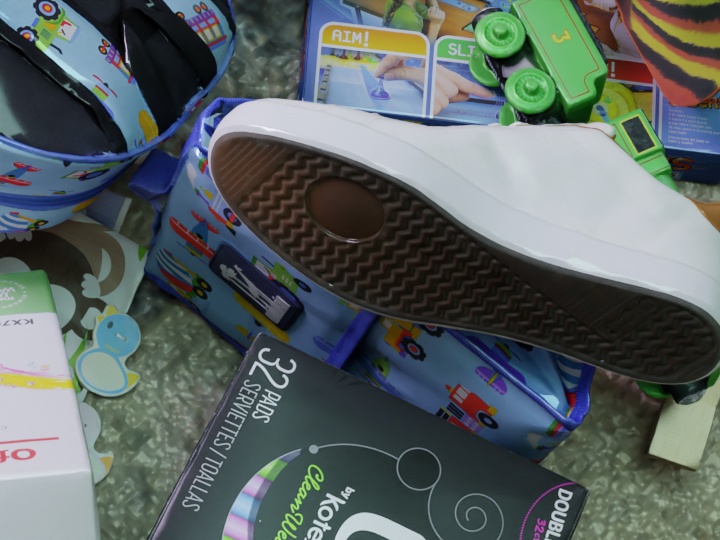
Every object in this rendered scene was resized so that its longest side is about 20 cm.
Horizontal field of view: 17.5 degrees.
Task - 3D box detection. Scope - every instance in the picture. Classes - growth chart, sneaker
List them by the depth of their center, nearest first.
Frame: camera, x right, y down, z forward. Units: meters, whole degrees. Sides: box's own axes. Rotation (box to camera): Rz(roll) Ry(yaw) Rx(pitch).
[{"bbox_3d":[0.044,-0.025,0.865,0.200,0.073,0.085,21,47,-4],"label":"sneaker"},{"bbox_3d":[-0.161,0.010,1.010,0.145,0.018,0.200,14,68,-3],"label":"growth chart"}]

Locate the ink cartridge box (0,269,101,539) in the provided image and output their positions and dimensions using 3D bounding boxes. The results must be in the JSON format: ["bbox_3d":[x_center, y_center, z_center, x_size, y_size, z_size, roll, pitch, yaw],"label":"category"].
[{"bbox_3d":[-0.160,0.078,0.877,0.117,0.067,0.200,-7,29,-11],"label":"ink cartridge box"}]

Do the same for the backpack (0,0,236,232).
[{"bbox_3d":[-0.161,-0.098,0.944,0.200,0.135,0.183,34,42,1],"label":"backpack"}]

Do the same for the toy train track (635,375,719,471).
[{"bbox_3d":[0.165,-0.008,1.037,0.115,0.033,0.200,20,81,0],"label":"toy train track"}]

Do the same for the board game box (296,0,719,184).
[{"bbox_3d":[0.074,-0.118,1.081,0.200,0.034,0.135,7,68,-6],"label":"board game box"}]

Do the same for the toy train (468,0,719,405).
[{"bbox_3d":[0.108,-0.035,1.007,0.056,0.042,0.200,-23,71,-12],"label":"toy train"}]

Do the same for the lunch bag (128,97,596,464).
[{"bbox_3d":[0.000,0.000,0.955,0.200,0.151,0.094,28,68,0],"label":"lunch bag"}]

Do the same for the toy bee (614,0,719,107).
[{"bbox_3d":[0.118,-0.173,1.008,0.200,0.109,0.131,40,29,-23],"label":"toy bee"}]

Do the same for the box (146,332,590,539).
[{"bbox_3d":[-0.024,0.156,0.913,0.148,0.124,0.200,25,66,3],"label":"box"}]
